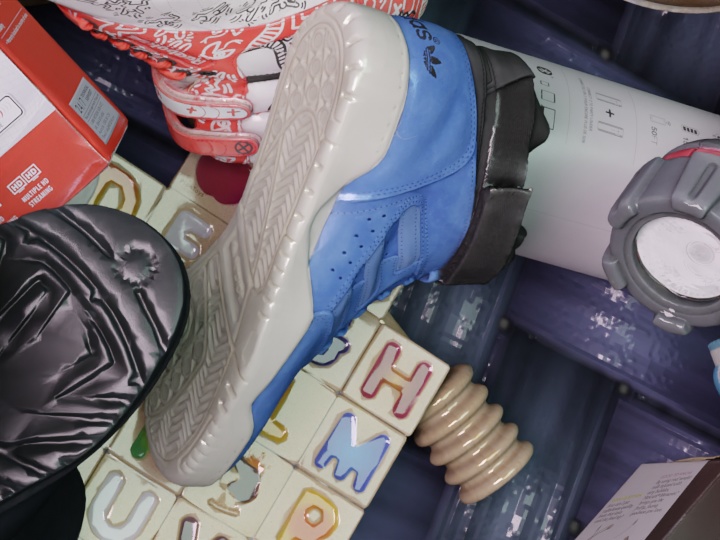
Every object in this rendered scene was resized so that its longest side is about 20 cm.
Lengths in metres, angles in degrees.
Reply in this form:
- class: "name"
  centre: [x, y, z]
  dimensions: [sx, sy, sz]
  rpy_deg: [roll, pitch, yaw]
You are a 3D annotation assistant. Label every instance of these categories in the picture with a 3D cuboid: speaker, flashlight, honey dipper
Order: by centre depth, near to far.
- class: "flashlight"
  centre: [0.161, -0.056, 1.056]
  dimensions: [0.068, 0.068, 0.200]
  rpy_deg: [38, 47, -1]
- class: "honey dipper"
  centre: [-0.004, 0.005, 1.083]
  dimensions: [0.038, 0.038, 0.200]
  rpy_deg: [-40, 97, -22]
- class: "speaker"
  centre: [0.115, -0.033, 1.112]
  dimensions: [0.200, 0.081, 0.081]
  rpy_deg: [15, 79, -22]

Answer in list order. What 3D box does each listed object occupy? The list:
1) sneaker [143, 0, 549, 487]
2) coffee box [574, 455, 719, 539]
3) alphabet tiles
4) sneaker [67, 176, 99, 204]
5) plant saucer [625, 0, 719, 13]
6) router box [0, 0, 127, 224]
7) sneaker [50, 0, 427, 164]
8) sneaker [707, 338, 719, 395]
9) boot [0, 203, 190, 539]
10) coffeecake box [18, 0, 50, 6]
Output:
- class: "sneaker"
  centre: [0.001, 0.001, 1.005]
  dimensions: [0.111, 0.077, 0.200]
  rpy_deg: [11, 113, -33]
- class: "coffee box"
  centre: [0.105, 0.183, 1.085]
  dimensions: [0.113, 0.080, 0.200]
  rpy_deg: [48, 69, -11]
- class: "alphabet tiles"
  centre: [-0.067, 0.050, 1.043]
  dimensions: [0.166, 0.006, 0.200]
  rpy_deg: [33, 79, -8]
- class: "sneaker"
  centre: [-0.165, -0.091, 0.964]
  dimensions: [0.199, 0.130, 0.080]
  rpy_deg: [46, 71, -10]
- class: "plant saucer"
  centre: [0.122, -0.202, 1.105]
  dimensions: [0.200, 0.032, 0.201]
  rpy_deg: [3, 84, -24]
- class: "router box"
  centre: [-0.211, -0.045, 0.900]
  dimensions: [0.200, 0.049, 0.180]
  rpy_deg: [-40, 103, 17]
- class: "sneaker"
  centre: [-0.067, -0.088, 0.982]
  dimensions: [0.201, 0.108, 0.067]
  rpy_deg: [-4, 43, -33]
- class: "sneaker"
  centre: [0.183, 0.063, 1.076]
  dimensions: [0.076, 0.200, 0.081]
  rpy_deg: [-7, 90, 4]
- class: "boot"
  centre: [-0.126, 0.062, 0.925]
  dimensions: [0.076, 0.168, 0.200]
  rpy_deg: [43, 93, 8]
- class: "coffeecake box"
  centre: [-0.081, -0.214, 1.048]
  dimensions: [0.153, 0.073, 0.201]
  rpy_deg: [-11, 89, -23]
